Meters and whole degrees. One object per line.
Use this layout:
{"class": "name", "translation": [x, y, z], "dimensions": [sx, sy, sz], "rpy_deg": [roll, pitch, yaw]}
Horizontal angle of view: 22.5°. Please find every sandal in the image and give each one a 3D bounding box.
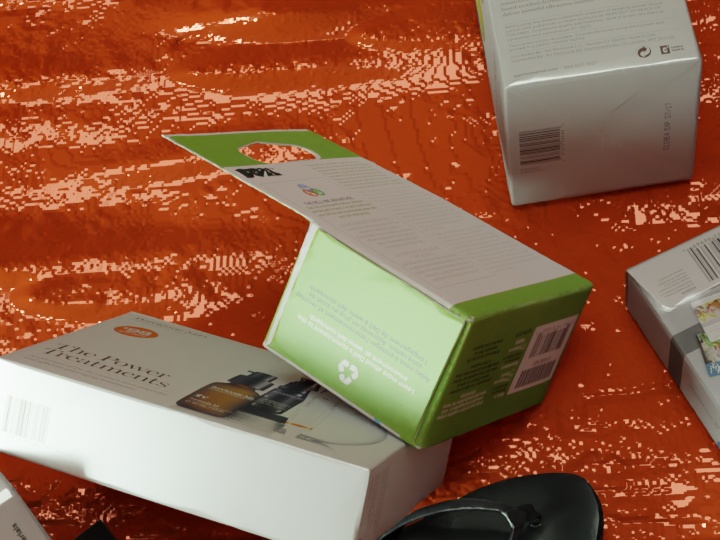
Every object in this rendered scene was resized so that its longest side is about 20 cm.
{"class": "sandal", "translation": [0.031, 0.154, 0.915], "dimensions": [0.199, 0.043, 0.076], "rpy_deg": [-18, 57, -4]}

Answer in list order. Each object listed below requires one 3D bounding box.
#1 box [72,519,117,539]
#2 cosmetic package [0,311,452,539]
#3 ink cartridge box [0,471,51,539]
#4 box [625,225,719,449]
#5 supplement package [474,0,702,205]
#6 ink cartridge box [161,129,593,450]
{"class": "box", "translation": [-0.166, 0.237, 0.893], "dimensions": [0.200, 0.038, 0.137], "rpy_deg": [-38, 60, -16]}
{"class": "cosmetic package", "translation": [-0.067, 0.078, 0.920], "dimensions": [0.199, 0.151, 0.052], "rpy_deg": [15, 100, 16]}
{"class": "ink cartridge box", "translation": [-0.255, 0.167, 0.891], "dimensions": [0.200, 0.084, 0.145], "rpy_deg": [-36, 30, -15]}
{"class": "box", "translation": [0.255, 0.051, 0.952], "dimensions": [0.155, 0.041, 0.200], "rpy_deg": [-25, 57, -8]}
{"class": "supplement package", "translation": [0.124, -0.156, 1.060], "dimensions": [0.109, 0.114, 0.201], "rpy_deg": [-8, 55, 2]}
{"class": "ink cartridge box", "translation": [0.000, 0.000, 0.954], "dimensions": [0.199, 0.148, 0.076], "rpy_deg": [31, 110, 25]}
